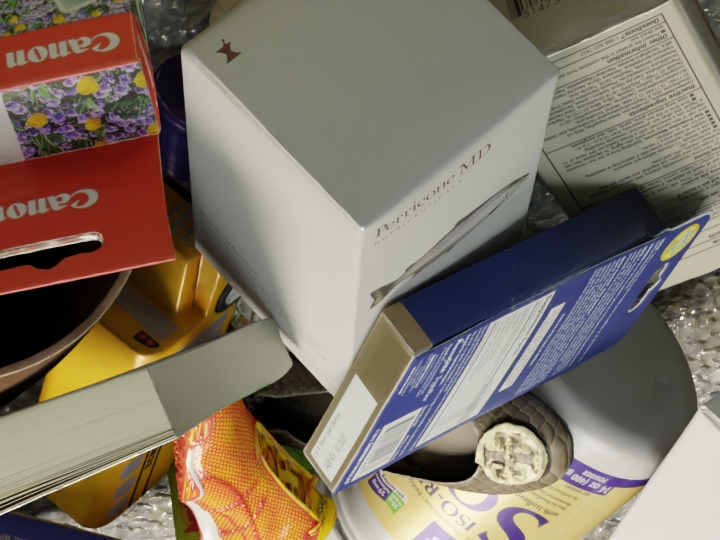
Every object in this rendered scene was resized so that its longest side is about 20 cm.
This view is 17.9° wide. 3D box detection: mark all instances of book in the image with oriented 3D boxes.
[{"bbox_3d":[-0.144,0.077,1.052,0.199,0.048,0.134,-23,-179,23],"label":"book"}]

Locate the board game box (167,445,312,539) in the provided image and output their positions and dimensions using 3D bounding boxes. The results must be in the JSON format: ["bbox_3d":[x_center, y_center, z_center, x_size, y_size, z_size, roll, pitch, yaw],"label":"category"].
[{"bbox_3d":[-0.038,0.154,1.351,0.047,0.102,0.200,-26,140,20],"label":"board game box"}]

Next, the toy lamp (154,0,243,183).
[{"bbox_3d":[-0.057,-0.117,1.037,0.058,0.058,0.200,1,141,-17],"label":"toy lamp"}]

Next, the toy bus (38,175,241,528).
[{"bbox_3d":[-0.119,0.045,1.192,0.078,0.065,0.200,-38,161,-39],"label":"toy bus"}]

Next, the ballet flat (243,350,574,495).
[{"bbox_3d":[0.012,0.080,1.180,0.199,0.046,0.068,12,114,22],"label":"ballet flat"}]

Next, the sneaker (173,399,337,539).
[{"bbox_3d":[-0.055,0.109,1.179,0.077,0.073,0.200,-11,139,3],"label":"sneaker"}]

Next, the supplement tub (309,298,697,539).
[{"bbox_3d":[0.074,0.096,1.272,0.145,0.146,0.200,18,133,-33],"label":"supplement tub"}]

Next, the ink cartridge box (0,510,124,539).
[{"bbox_3d":[-0.180,0.163,1.270,0.197,0.047,0.200,13,161,15],"label":"ink cartridge box"}]

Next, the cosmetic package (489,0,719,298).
[{"bbox_3d":[0.130,-0.083,1.106,0.103,0.088,0.200,-23,140,13],"label":"cosmetic package"}]

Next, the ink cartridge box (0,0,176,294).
[{"bbox_3d":[-0.141,-0.085,0.934,0.108,0.201,0.050,-12,143,-1],"label":"ink cartridge box"}]

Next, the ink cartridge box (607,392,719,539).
[{"bbox_3d":[0.242,0.103,1.228,0.200,0.088,0.146,-29,156,-37],"label":"ink cartridge box"}]

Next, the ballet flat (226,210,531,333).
[{"bbox_3d":[0.000,0.000,1.197,0.199,0.064,0.076,-28,141,20],"label":"ballet flat"}]

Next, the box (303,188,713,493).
[{"bbox_3d":[0.072,0.028,1.091,0.199,0.032,0.121,-23,156,-34],"label":"box"}]

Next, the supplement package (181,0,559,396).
[{"bbox_3d":[0.001,-0.047,1.028,0.117,0.117,0.200,-38,162,-17],"label":"supplement package"}]

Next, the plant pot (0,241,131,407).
[{"bbox_3d":[-0.209,0.003,1.070,0.186,0.188,0.200,1,155,-16],"label":"plant pot"}]
